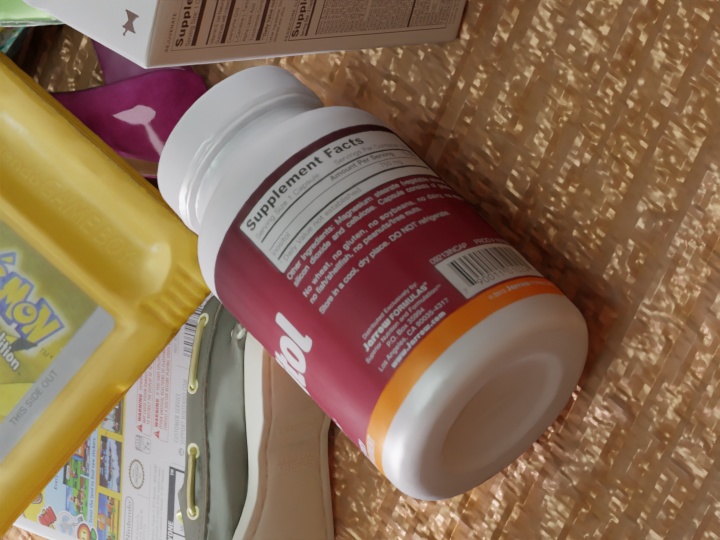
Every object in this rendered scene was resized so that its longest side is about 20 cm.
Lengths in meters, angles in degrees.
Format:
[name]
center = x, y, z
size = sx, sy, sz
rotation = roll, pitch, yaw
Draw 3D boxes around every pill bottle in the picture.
[pill bottle]
center = 0.000, 0.000, 1.174
size = 0.200, 0.113, 0.113
rotation = 45, 124, 29

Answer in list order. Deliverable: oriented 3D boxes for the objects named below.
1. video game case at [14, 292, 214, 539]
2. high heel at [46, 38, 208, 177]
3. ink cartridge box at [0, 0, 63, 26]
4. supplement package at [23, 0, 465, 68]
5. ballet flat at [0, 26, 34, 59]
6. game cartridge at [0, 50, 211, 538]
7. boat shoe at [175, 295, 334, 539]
[video game case]
center = -0.128, 0.055, 1.363
size = 0.182, 0.023, 0.201
rotation = 15, 107, 40
[high heel]
center = -0.158, -0.050, 1.328
size = 0.200, 0.067, 0.096
rotation = -28, 67, 19
[ink cartridge box]
center = -0.162, -0.228, 1.236
size = 0.059, 0.104, 0.200
rotation = 3, 126, 30
[supplement package]
center = -0.056, -0.190, 1.135
size = 0.152, 0.200, 0.151
rotation = 30, 116, 35
[ballet flat]
center = -0.214, -0.122, 1.376
size = 0.200, 0.064, 0.076
rotation = -55, 20, 27
[game cartridge]
center = -0.190, 0.013, 1.284
size = 0.176, 0.032, 0.200
rotation = 41, 100, 1
[boat shoe]
center = -0.055, 0.109, 1.271
size = 0.060, 0.072, 0.202
rotation = 11, 99, 41
